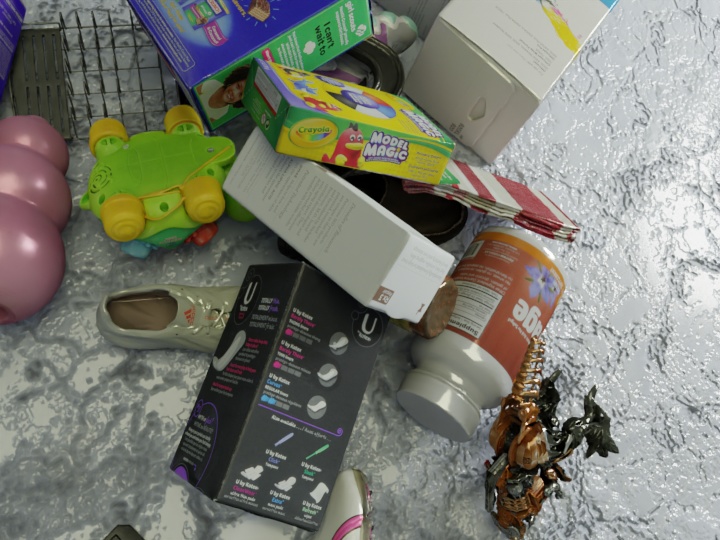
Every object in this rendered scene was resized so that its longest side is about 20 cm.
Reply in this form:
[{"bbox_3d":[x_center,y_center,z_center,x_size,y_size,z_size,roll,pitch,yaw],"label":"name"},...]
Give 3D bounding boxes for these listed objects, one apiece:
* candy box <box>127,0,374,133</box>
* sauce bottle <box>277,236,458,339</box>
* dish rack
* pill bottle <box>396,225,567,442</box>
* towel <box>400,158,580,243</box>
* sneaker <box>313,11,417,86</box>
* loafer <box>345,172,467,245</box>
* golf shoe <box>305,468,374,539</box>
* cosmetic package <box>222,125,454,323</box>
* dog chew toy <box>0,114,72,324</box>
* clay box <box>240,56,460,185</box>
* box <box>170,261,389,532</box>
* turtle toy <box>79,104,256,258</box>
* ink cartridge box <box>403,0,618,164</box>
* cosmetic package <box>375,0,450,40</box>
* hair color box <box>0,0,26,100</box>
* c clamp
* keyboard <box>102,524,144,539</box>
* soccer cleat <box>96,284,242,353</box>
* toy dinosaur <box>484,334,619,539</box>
[{"bbox_3d":[-0.112,-0.263,0.735,0.198,0.077,0.170,-33,68,-7],"label":"candy box"},{"bbox_3d":[0.000,0.000,0.731,0.198,0.066,0.066,25,65,29],"label":"sauce bottle"},{"bbox_3d":[-0.269,-0.212,0.787,0.196,0.055,0.157,-8,73,-15],"label":"dish rack"},{"bbox_3d":[0.121,0.064,0.754,0.111,0.112,0.202,34,68,0],"label":"pill bottle"},{"bbox_3d":[0.126,-0.088,0.802,0.196,0.145,0.023,17,111,-12],"label":"towel"},{"bbox_3d":[-0.008,-0.198,0.836,0.196,0.078,0.142,-21,79,-9],"label":"sneaker"},{"bbox_3d":[0.027,-0.068,0.797,0.195,0.071,0.075,0,72,-13],"label":"loafer"},{"bbox_3d":[-0.040,0.276,0.668,0.090,0.073,0.204,15,70,-6],"label":"golf shoe"},{"bbox_3d":[-0.022,-0.043,0.660,0.199,0.101,0.075,36,97,30],"label":"cosmetic package"},{"bbox_3d":[-0.326,-0.056,0.692,0.122,0.125,0.204,9,62,-9],"label":"dog chew toy"},{"bbox_3d":[-0.001,-0.135,0.691,0.196,0.048,0.115,5,31,-31],"label":"clay box"},{"bbox_3d":[-0.071,0.106,0.663,0.105,0.121,0.204,27,76,-29],"label":"box"},{"bbox_3d":[-0.176,-0.080,0.736,0.196,0.102,0.147,-13,52,-14],"label":"turtle toy"},{"bbox_3d":[0.171,-0.262,0.854,0.144,0.147,0.201,38,67,2],"label":"ink cartridge box"},{"bbox_3d":[0.046,-0.380,0.885,0.199,0.113,0.081,40,67,0],"label":"cosmetic package"},{"bbox_3d":[-0.415,-0.197,0.733,0.107,0.065,0.205,3,72,4],"label":"hair color box"},{"bbox_3d":[-0.044,-0.197,0.783,0.168,0.027,0.203,24,74,-3],"label":"c clamp"},{"bbox_3d":[-0.176,0.325,0.638,0.200,0.040,0.104,44,68,5],"label":"keyboard"},{"bbox_3d":[-0.152,0.045,0.716,0.195,0.078,0.071,-2,72,-14],"label":"soccer cleat"},{"bbox_3d":[0.170,0.163,0.711,0.134,0.203,0.102,-19,48,-33],"label":"toy dinosaur"}]
